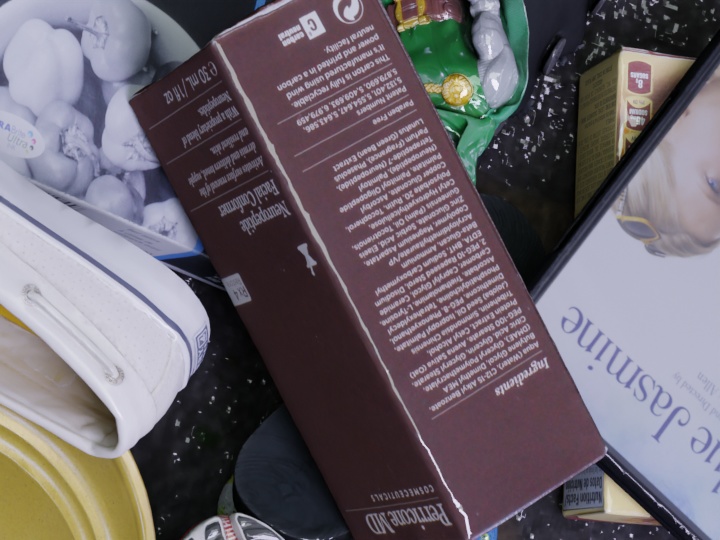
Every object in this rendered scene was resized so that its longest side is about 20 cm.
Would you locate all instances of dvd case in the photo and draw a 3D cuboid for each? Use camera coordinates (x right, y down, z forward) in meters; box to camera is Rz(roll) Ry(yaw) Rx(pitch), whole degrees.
[{"bbox_3d":[0.157,0.006,0.933,0.143,0.018,0.200,42,71,-10],"label":"dvd case"}]

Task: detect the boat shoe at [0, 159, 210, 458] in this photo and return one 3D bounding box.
[{"bbox_3d":[-0.150,-0.002,0.744,0.199,0.071,0.070,32,48,-1],"label":"boat shoe"}]

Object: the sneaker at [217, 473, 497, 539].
[{"bbox_3d":[0.033,0.146,0.914,0.105,0.076,0.201,-34,90,-16],"label":"sneaker"}]

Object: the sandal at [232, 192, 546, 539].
[{"bbox_3d":[0.022,0.034,0.910,0.075,0.048,0.201,29,54,13],"label":"sandal"}]

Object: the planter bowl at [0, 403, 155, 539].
[{"bbox_3d":[-0.164,0.121,0.762,0.199,0.083,0.202,-3,105,-11],"label":"planter bowl"}]

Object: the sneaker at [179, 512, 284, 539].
[{"bbox_3d":[-0.038,0.188,0.878,0.077,0.085,0.201,-21,103,-14],"label":"sneaker"}]

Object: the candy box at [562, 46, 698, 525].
[{"bbox_3d":[0.153,0.012,0.972,0.115,0.055,0.202,5,80,-14],"label":"candy box"}]

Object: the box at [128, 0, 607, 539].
[{"bbox_3d":[0.000,0.000,0.824,0.075,0.100,0.201,-30,94,-25],"label":"box"}]

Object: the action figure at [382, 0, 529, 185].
[{"bbox_3d":[0.023,-0.118,0.872,0.118,0.055,0.201,-21,65,26],"label":"action figure"}]

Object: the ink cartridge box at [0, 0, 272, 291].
[{"bbox_3d":[-0.074,-0.108,0.891,0.198,0.043,0.201,23,71,-41],"label":"ink cartridge box"}]

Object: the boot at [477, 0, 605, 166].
[{"bbox_3d":[0.075,-0.134,0.924,0.066,0.165,0.200,38,74,18],"label":"boot"}]
